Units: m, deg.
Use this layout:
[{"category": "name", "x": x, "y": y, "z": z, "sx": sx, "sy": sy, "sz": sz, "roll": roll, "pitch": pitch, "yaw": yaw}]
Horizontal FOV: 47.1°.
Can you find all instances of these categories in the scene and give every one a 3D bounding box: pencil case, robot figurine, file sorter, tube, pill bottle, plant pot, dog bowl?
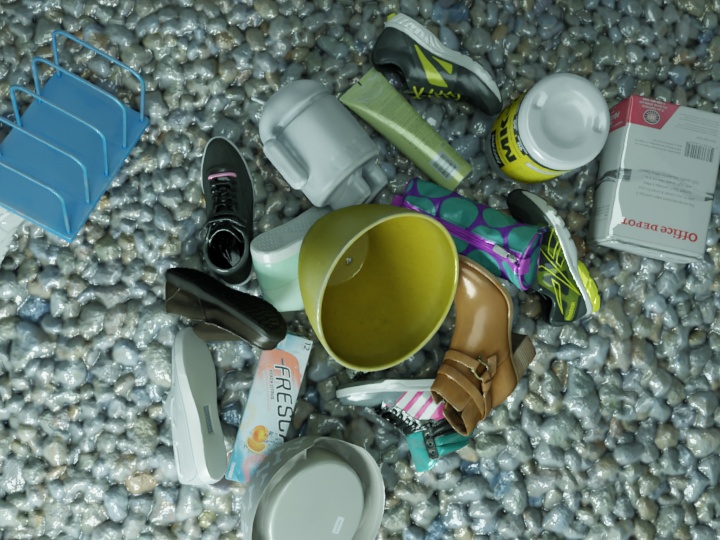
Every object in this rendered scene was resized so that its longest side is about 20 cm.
[{"category": "pencil case", "x": 0.141, "y": -0.051, "z": 1.077, "sx": 0.198, "sy": 0.092, "sz": 0.086, "roll": 24, "pitch": 104, "yaw": 21}, {"category": "robot figurine", "x": -0.054, "y": -0.165, "z": 1.077, "sx": 0.200, "sy": 0.113, "sz": 0.169, "roll": 49, "pitch": 42, "yaw": 3}, {"category": "file sorter", "x": -0.367, "y": -0.169, "z": 1.015, "sx": 0.137, "sy": 0.123, "sz": 0.202, "roll": 28, "pitch": 64, "yaw": -5}, {"category": "tube", "x": 0.067, "y": -0.190, "z": 1.130, "sx": 0.200, "sy": 0.058, "sz": 0.052, "roll": 43, "pitch": 116, "yaw": 0}, {"category": "pill bottle", "x": 0.232, "y": -0.174, "z": 1.067, "sx": 0.112, "sy": 0.200, "sz": 0.116, "roll": 0, "pitch": 88, "yaw": -6}, {"category": "plant pot", "x": 0.000, "y": 0.000, "z": 1.011, "sx": 0.198, "sy": 0.142, "sz": 0.203, "roll": -16, "pitch": 122, "yaw": -28}, {"category": "dog bowl", "x": -0.064, "y": 0.304, "z": 1.053, "sx": 0.198, "sy": 0.058, "sz": 0.203, "roll": -9, "pitch": 105, "yaw": -34}]

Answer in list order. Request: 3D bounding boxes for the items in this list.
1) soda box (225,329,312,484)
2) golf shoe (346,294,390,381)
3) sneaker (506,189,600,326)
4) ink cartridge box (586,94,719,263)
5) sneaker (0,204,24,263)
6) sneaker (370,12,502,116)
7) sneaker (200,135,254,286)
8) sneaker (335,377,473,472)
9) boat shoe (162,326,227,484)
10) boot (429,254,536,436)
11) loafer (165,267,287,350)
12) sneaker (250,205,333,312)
[{"category": "soda box", "x": -0.119, "y": 0.177, "z": 1.085, "sx": 0.063, "sy": 0.068, "sz": 0.203, "roll": 16, "pitch": 86, "yaw": -6}, {"category": "golf shoe", "x": 0.038, "y": 0.058, "z": 1.113, "sx": 0.088, "sy": 0.077, "sz": 0.200, "roll": 38, "pitch": 79, "yaw": 17}, {"category": "sneaker", "x": 0.248, "y": -0.014, "z": 1.119, "sx": 0.084, "sy": 0.074, "sz": 0.201, "roll": -32, "pitch": 92, "yaw": -5}, {"category": "ink cartridge box", "x": 0.407, "y": -0.121, "z": 1.141, "sx": 0.143, "sy": 0.085, "sz": 0.203, "roll": 11, "pitch": 85, "yaw": -5}, {"category": "sneaker", "x": -0.485, "y": -0.029, "z": 1.066, "sx": 0.199, "sy": 0.075, "sz": 0.100, "roll": -38, "pitch": 116, "yaw": -8}, {"category": "sneaker", "x": 0.101, "y": -0.262, "z": 1.126, "sx": 0.199, "sy": 0.074, "sz": 0.085, "roll": 36, "pitch": 87, "yaw": 5}, {"category": "sneaker", "x": -0.172, "y": -0.082, "z": 1.074, "sx": 0.070, "sy": 0.099, "sz": 0.203, "roll": -7, "pitch": 88, "yaw": -4}, {"category": "sneaker", "x": 0.064, "y": 0.206, "z": 1.101, "sx": 0.197, "sy": 0.084, "sz": 0.123, "roll": 1, "pitch": 79, "yaw": -7}, {"category": "boat shoe", "x": -0.225, "y": 0.178, "z": 1.079, "sx": 0.068, "sy": 0.072, "sz": 0.203, "roll": -15, "pitch": 85, "yaw": 21}, {"category": "boot", "x": 0.131, "y": 0.095, "z": 1.055, "sx": 0.155, "sy": 0.076, "sz": 0.201, "roll": -44, "pitch": 117, "yaw": -24}, {"category": "loafer", "x": -0.176, "y": 0.060, "z": 1.061, "sx": 0.199, "sy": 0.073, "sz": 0.072, "roll": 26, "pitch": 105, "yaw": 32}, {"category": "sneaker", "x": -0.055, "y": -0.017, "z": 1.111, "sx": 0.199, "sy": 0.074, "sz": 0.120, "roll": -23, "pitch": 131, "yaw": -26}]
